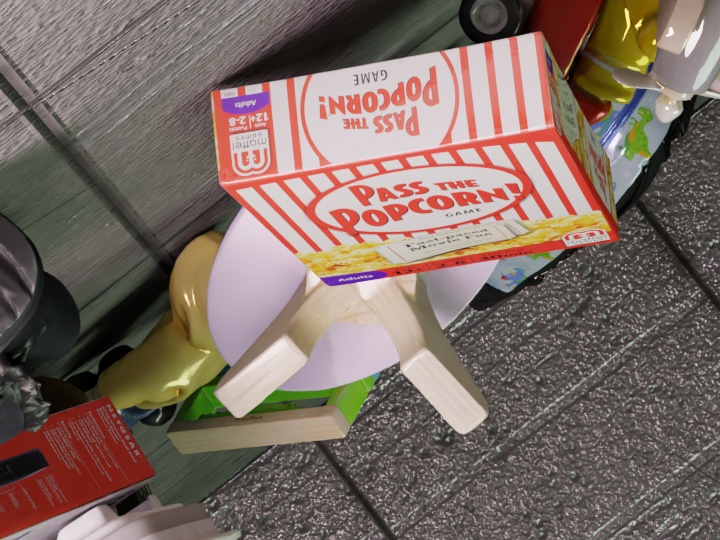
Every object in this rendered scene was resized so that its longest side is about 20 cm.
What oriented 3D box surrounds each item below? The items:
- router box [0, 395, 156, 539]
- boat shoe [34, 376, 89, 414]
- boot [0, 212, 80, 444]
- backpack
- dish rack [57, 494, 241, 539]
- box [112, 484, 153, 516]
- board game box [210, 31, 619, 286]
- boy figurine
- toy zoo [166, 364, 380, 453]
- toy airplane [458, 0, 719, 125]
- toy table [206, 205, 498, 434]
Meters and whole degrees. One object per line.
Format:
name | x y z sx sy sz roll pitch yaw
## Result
router box | -0.219 0.143 1.343 0.200 0.049 0.179 -36 172 24
boat shoe | -0.218 0.145 1.554 0.200 0.074 0.067 -41 145 -28
boot | -0.195 0.063 1.121 0.200 0.076 0.168 -44 172 -9
backpack | 0.126 -0.085 1.742 0.200 0.154 0.163 -18 -149 55
dish rack | -0.163 0.170 1.394 0.199 0.044 0.172 -34 174 8
box | -0.176 0.190 1.564 0.159 0.049 0.200 -30 -150 -1
board game box | 0.030 -0.047 1.303 0.150 0.047 0.200 -10 164 12
boy figurine | -0.111 0.044 1.634 0.124 0.065 0.200 -35 173 -33
toy zoo | -0.027 0.030 1.747 0.131 0.021 0.201 -8 -141 36
toy airplane | 0.159 -0.148 1.369 0.200 0.141 0.199 -51 -171 -26
toy table | 0.000 0.000 1.486 0.200 0.183 0.117 -52 -173 16
